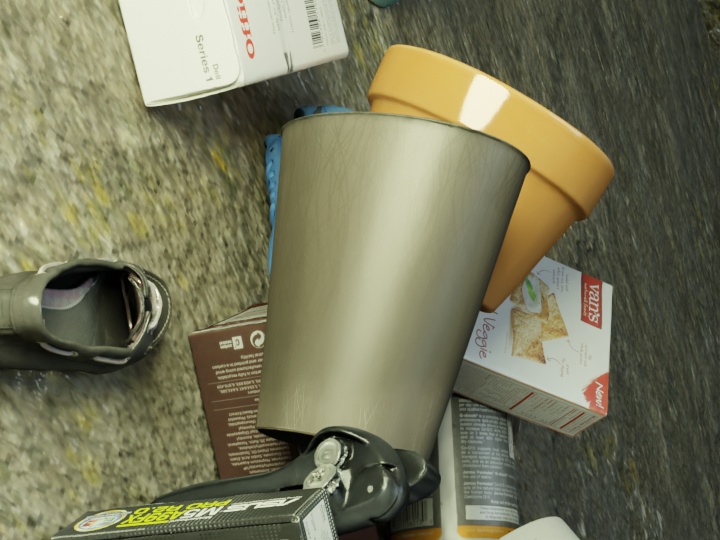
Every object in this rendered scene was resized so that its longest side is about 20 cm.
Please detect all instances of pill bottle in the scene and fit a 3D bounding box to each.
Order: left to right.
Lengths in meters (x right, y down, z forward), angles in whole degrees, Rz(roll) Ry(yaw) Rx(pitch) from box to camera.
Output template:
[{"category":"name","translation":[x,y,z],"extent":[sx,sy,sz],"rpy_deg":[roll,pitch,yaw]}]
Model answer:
[{"category":"pill bottle","translation":[0.079,0.158,1.214],"extent":[0.116,0.115,0.202],"rpy_deg":[34,51,-60]}]

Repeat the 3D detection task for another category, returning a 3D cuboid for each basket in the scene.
[{"category":"basket","translation":[0.007,0.017,0.888],"extent":[0.136,0.179,0.202],"rpy_deg":[29,70,-53]}]

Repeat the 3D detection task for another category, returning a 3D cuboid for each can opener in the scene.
[{"category":"can opener","translation":[-0.051,0.143,0.817],"extent":[0.079,0.198,0.064],"rpy_deg":[48,34,-39]}]

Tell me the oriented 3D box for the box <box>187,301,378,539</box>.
[{"category":"box","translation":[-0.051,0.126,0.983],"extent":[0.100,0.074,0.202],"rpy_deg":[-23,101,-66]}]

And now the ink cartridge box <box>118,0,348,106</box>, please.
[{"category":"ink cartridge box","translation":[-0.093,-0.207,0.989],"extent":[0.200,0.084,0.148],"rpy_deg":[-33,111,-65]}]

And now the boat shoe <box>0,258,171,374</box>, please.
[{"category":"boat shoe","translation":[-0.153,0.026,0.800],"extent":[0.200,0.056,0.068],"rpy_deg":[-2,83,-67]}]

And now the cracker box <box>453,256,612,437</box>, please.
[{"category":"cracker box","translation":[0.120,0.045,1.185],"extent":[0.198,0.058,0.135],"rpy_deg":[22,54,-19]}]

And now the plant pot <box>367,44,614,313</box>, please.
[{"category":"plant pot","translation":[0.074,-0.061,1.053],"extent":[0.141,0.199,0.200],"rpy_deg":[-60,149,-3]}]

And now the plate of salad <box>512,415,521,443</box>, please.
[{"category":"plate of salad","translation":[0.127,0.077,1.328],"extent":[0.200,0.048,0.202],"rpy_deg":[173,-90,-75]}]

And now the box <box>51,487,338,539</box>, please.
[{"category":"box","translation":[-0.075,0.230,0.777],"extent":[0.044,0.159,0.202],"rpy_deg":[-32,112,-66]}]

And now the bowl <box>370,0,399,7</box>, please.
[{"category":"bowl","translation":[0.049,-0.370,1.357],"extent":[0.200,0.104,0.203],"rpy_deg":[-8,90,-67]}]

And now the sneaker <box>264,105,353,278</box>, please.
[{"category":"sneaker","translation":[-0.050,-0.059,1.073],"extent":[0.066,0.078,0.201],"rpy_deg":[100,8,-45]}]

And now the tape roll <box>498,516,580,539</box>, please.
[{"category":"tape roll","translation":[0.108,0.290,1.160],"extent":[0.037,0.203,0.203],"rpy_deg":[47,8,28]}]
